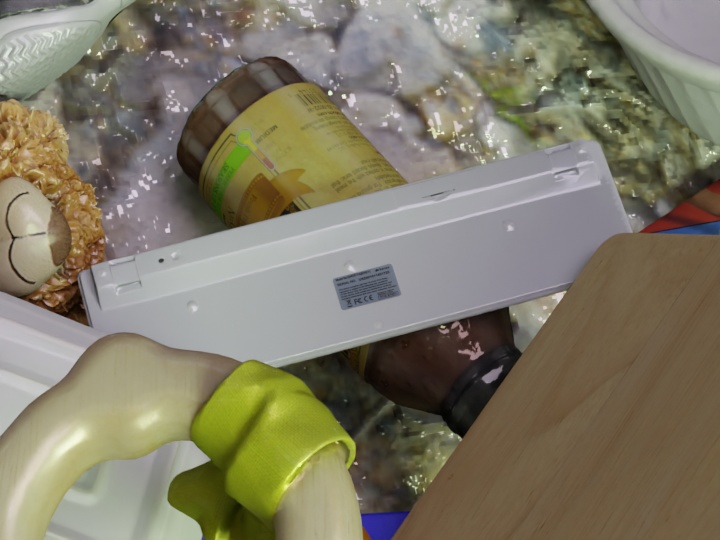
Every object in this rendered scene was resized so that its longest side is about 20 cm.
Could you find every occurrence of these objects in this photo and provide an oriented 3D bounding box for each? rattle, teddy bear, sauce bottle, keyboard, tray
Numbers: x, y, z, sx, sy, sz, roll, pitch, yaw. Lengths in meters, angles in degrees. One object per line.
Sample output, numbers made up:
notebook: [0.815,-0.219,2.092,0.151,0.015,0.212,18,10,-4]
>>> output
rattle: [-0.073,0.131,0.781,0.129,0.143,0.201,19,68,-1]
teddy bear: [-0.179,0.000,0.892,0.198,0.067,0.146,5,68,-23]
sauce bottle: [0.011,0.004,0.948,0.064,0.065,0.200,-26,60,-32]
keyboard: [0.000,0.000,0.912,0.198,0.011,0.057,-15,68,-6]
tray: [-0.140,0.045,0.839,0.199,0.022,0.108,22,56,-9]

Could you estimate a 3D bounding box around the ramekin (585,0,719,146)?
ramekin: [0.189,-0.143,1.066,0.199,0.098,0.202,-8,62,15]

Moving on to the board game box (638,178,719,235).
board game box: [0.214,-0.001,1.024,0.103,0.199,0.020,-30,124,-33]

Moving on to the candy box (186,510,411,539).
candy box: [-0.021,0.177,0.879,0.198,0.077,0.170,-1,65,-24]

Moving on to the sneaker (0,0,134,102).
sneaker: [-0.111,-0.157,0.992,0.115,0.075,0.200,49,60,-1]

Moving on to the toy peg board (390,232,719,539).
toy peg board: [0.111,0.096,0.806,0.098,0.199,0.200,44,71,-23]
